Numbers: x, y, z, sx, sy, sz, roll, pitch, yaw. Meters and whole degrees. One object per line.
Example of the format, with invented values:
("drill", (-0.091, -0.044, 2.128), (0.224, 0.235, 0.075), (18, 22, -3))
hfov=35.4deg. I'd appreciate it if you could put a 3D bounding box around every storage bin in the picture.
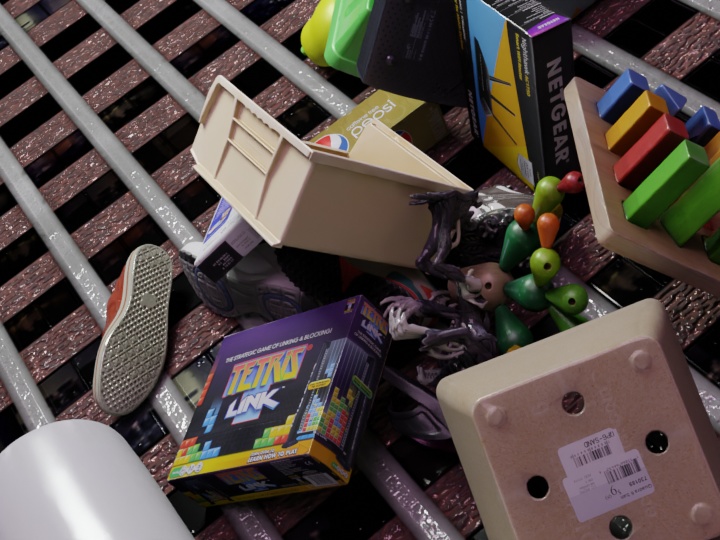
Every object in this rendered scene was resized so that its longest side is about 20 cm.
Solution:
("storage bin", (-0.032, -0.092, 1.073), (0.198, 0.198, 0.095), (43, 116, 45))

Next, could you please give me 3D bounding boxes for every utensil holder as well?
("utensil holder", (-0.230, 0.250, 0.976), (0.169, 0.171, 0.200), (-38, 43, -10))

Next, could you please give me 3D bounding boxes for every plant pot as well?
("plant pot", (0.168, 0.137, 0.817), (0.197, 0.177, 0.203), (-21, 79, 6))

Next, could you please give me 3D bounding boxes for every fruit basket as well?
("fruit basket", (0.018, -0.304, 1.380), (0.153, 0.216, 0.218), (17, 49, -12))

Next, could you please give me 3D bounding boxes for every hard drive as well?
("hard drive", (0.090, -0.248, 1.202), (0.042, 0.198, 0.137), (38, 118, 49))

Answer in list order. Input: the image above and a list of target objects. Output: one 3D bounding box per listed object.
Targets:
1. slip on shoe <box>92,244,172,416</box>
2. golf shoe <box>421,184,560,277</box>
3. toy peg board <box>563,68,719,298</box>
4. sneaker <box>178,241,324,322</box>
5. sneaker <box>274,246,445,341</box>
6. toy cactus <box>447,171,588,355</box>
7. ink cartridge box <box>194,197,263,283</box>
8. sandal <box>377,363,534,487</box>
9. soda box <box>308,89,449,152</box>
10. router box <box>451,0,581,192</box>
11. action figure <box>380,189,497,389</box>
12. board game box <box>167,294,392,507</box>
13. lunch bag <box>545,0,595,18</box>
("slip on shoe", (-0.248, 0.068, 1.220), (0.061, 0.073, 0.203), (-36, 40, 44))
("golf shoe", (0.112, -0.043, 1.145), (0.197, 0.079, 0.094), (6, 30, 34))
("toy peg board", (0.297, -0.091, 0.986), (0.098, 0.198, 0.201), (-49, 31, 39))
("sneaker", (-0.109, 0.005, 1.209), (0.198, 0.075, 0.087), (17, 47, 28))
("sneaker", (0.000, 0.000, 1.129), (0.199, 0.093, 0.071), (34, 114, 27))
("toy cactus", (0.150, 0.013, 1.024), (0.101, 0.204, 0.164), (-7, 7, -36))
("ink cartridge box", (-0.117, -0.072, 1.192), (0.094, 0.037, 0.201), (-41, 21, 23))
("sandal", (0.066, 0.140, 0.998), (0.200, 0.075, 0.048), (36, 89, 42))
("soda box", (0.000, -0.133, 1.269), (0.199, 0.064, 0.068), (-37, 47, -9))
("router box", (0.158, -0.191, 1.146), (0.051, 0.202, 0.149), (-27, 44, -13))
("action figure", (0.067, 0.035, 0.984), (0.100, 0.119, 0.204), (-4, 90, -8))
("board game box", (-0.074, 0.123, 1.039), (0.198, 0.057, 0.167), (-19, 42, 41))
("lunch bag", (0.210, -0.395, 1.360), (0.170, 0.123, 0.200), (-38, 52, -9))
